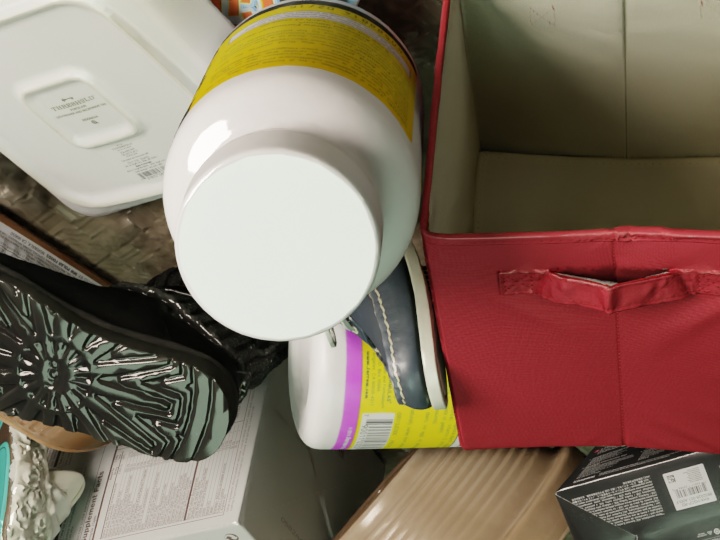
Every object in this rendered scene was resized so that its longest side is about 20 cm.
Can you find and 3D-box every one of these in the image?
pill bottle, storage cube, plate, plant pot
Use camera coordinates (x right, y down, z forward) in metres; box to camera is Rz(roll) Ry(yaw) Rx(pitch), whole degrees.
[{"bbox_3d":[0.063,0.049,0.955,0.200,0.104,0.104,0,137,-12],"label":"pill bottle"},{"bbox_3d":[0.129,-0.030,0.816,0.171,0.200,0.180,0,141,11],"label":"storage cube"},{"bbox_3d":[-0.027,-0.047,0.741,0.111,0.200,0.112,1,112,2],"label":"pill bottle"},{"bbox_3d":[-0.143,-0.094,0.877,0.199,0.032,0.200,-12,140,36],"label":"plate"},{"bbox_3d":[0.044,0.162,0.994,0.093,0.201,0.201,42,132,3],"label":"plant pot"}]

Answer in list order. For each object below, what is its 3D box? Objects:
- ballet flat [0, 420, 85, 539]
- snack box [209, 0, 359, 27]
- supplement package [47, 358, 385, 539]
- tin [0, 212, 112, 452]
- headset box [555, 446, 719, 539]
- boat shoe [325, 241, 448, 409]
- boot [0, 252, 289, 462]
[{"bbox_3d":[-0.199,0.108,1.023,0.072,0.200,0.072,-4,153,-2],"label":"ballet flat"},{"bbox_3d":[-0.099,-0.162,0.835,0.200,0.037,0.116,21,137,-10],"label":"snack box"},{"bbox_3d":[-0.112,0.162,1.085,0.200,0.151,0.152,-16,131,25],"label":"supplement package"},{"bbox_3d":[-0.208,0.030,0.996,0.200,0.112,0.042,35,138,-23],"label":"tin"},{"bbox_3d":[0.216,0.105,0.947,0.148,0.200,0.075,-20,95,27],"label":"headset box"},{"bbox_3d":[0.000,0.000,0.860,0.062,0.200,0.075,-11,135,-5],"label":"boat shoe"},{"bbox_3d":[-0.147,0.028,0.961,0.211,0.158,0.080,24,114,1],"label":"boot"}]
